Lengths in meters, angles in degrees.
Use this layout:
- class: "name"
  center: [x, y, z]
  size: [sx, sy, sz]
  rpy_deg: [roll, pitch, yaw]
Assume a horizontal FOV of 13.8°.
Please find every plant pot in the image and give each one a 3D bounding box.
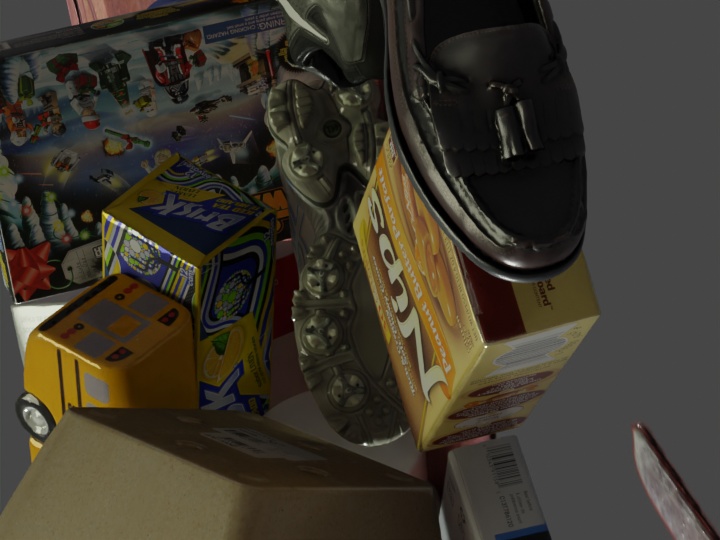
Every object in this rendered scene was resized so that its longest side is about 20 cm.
- class: "plant pot"
  center: [-0.071, 0.167, 1.422]
  size: [0.199, 0.199, 0.178]
  rpy_deg: [19, 100, 41]

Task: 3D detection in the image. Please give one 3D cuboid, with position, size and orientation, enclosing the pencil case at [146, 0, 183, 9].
- class: "pencil case"
  center: [-0.093, -0.125, 1.796]
  size: [0.200, 0.078, 0.087]
  rpy_deg: [-155, 82, -77]

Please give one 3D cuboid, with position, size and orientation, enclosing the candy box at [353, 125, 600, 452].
- class: "candy box"
  center: [0.046, -0.002, 1.281]
  size: [0.200, 0.055, 0.116]
  rpy_deg: [114, 142, -72]

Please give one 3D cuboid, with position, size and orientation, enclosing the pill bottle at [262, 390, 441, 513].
- class: "pill bottle"
  center: [-0.007, 0.169, 1.607]
  size: [0.114, 0.113, 0.201]
  rpy_deg: [-116, 18, -51]

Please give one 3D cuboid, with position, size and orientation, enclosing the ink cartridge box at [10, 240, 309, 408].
- class: "ink cartridge box"
  center: [-0.090, 0.096, 1.738]
  size: [0.145, 0.144, 0.201]
  rpy_deg: [-3, 103, 41]

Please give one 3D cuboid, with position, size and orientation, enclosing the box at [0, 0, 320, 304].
- class: "box"
  center: [-0.108, -0.072, 1.613]
  size: [0.040, 0.199, 0.138]
  rpy_deg: [-132, 30, -66]

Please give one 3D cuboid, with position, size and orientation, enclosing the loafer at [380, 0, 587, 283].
- class: "loafer"
  center: [0.044, -0.093, 1.161]
  size: [0.063, 0.071, 0.201]
  rpy_deg: [104, 154, -59]

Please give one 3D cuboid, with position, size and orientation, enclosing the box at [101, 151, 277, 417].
- class: "box"
  center: [-0.090, 0.044, 1.550]
  size: [0.070, 0.064, 0.201]
  rpy_deg: [30, 138, 27]

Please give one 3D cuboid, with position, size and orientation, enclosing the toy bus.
- class: "toy bus"
  center: [-0.125, 0.099, 1.526]
  size: [0.078, 0.065, 0.201]
  rpy_deg: [25, 135, 30]

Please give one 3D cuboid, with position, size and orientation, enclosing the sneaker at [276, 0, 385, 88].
- class: "sneaker"
  center: [-0.020, -0.136, 1.438]
  size: [0.200, 0.066, 0.091]
  rpy_deg: [-136, 37, -68]

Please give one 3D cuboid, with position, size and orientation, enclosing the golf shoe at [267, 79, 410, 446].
- class: "golf shoe"
  center: [0.000, 0.000, 1.511]
  size: [0.097, 0.078, 0.201]
  rpy_deg: [87, 176, -69]

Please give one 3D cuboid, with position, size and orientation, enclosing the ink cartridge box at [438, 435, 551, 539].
- class: "ink cartridge box"
  center: [0.065, 0.171, 1.439]
  size: [0.200, 0.039, 0.100]
  rpy_deg: [98, 157, -59]
